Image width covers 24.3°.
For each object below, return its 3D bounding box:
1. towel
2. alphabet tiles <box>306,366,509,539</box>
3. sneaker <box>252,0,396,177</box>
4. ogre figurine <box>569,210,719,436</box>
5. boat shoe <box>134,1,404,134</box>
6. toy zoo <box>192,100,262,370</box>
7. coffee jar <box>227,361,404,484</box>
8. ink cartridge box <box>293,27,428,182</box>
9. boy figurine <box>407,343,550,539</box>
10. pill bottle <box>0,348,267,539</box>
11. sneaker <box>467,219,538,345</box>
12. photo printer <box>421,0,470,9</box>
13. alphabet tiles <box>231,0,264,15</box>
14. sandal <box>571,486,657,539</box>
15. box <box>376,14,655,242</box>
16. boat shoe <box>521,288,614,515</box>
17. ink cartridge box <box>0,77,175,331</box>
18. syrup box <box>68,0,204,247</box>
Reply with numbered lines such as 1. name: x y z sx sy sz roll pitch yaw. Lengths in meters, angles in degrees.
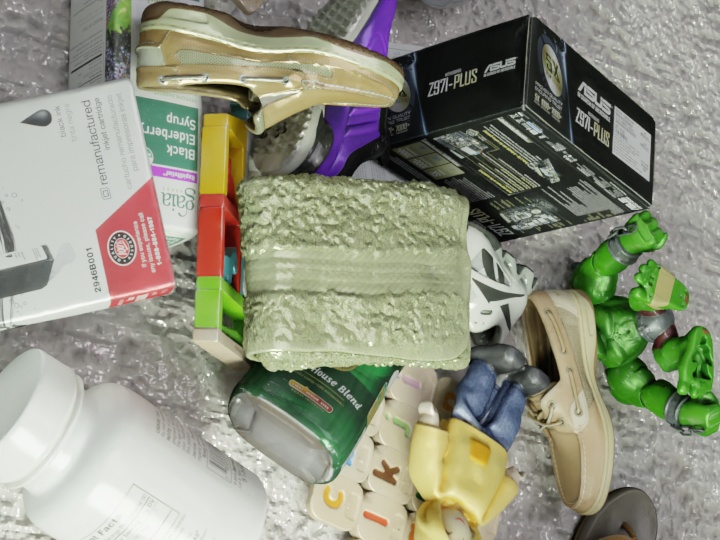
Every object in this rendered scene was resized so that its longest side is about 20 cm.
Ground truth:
1. towel: 0.000 0.000 1.246 0.198 0.036 0.150 2 78 -31
2. alphabet tiles: 0.041 0.179 1.388 0.195 0.015 0.202 28 65 -31
3. sneaker: -0.009 -0.133 1.324 0.099 0.069 0.201 40 63 -32
4. ogre figurine: 0.254 0.055 1.520 0.098 0.119 0.201 -46 108 -30
5. boat shoe: -0.067 -0.135 1.218 0.198 0.072 0.077 10 77 -9
6. toy zoo: -0.098 -0.034 1.272 0.131 0.020 0.202 53 37 -75
7. coffee jar: -0.011 0.062 1.315 0.104 0.086 0.200 33 57 6
8. ink cartridge box: -0.003 -0.116 1.411 0.199 0.050 0.164 -1 81 -51
9. boy figurine: 0.086 0.156 1.370 0.124 0.064 0.201 43 54 -26
10. pill bottle: -0.172 0.145 1.172 0.200 0.114 0.115 38 60 -26
11. sneaker: 0.080 0.010 1.406 0.200 0.074 0.089 34 74 -45
12. photo printer: 0.063 -0.335 1.463 0.201 0.069 0.167 56 39 -15
13. alphabet tiles: -0.139 -0.285 1.287 0.195 0.015 0.200 43 32 -12
14. sandal: 0.210 0.267 1.484 0.199 0.054 0.082 -33 102 -37
15. box: 0.129 -0.113 1.400 0.199 0.163 0.087 30 58 -43
16. boat shoe: 0.176 0.117 1.484 0.064 0.071 0.202 1 75 -28
17. ink cartridge box: -0.237 -0.035 1.125 0.198 0.084 0.146 -13 89 -10
18. syrup box: -0.168 -0.122 1.249 0.078 0.081 0.202 8 75 -35
